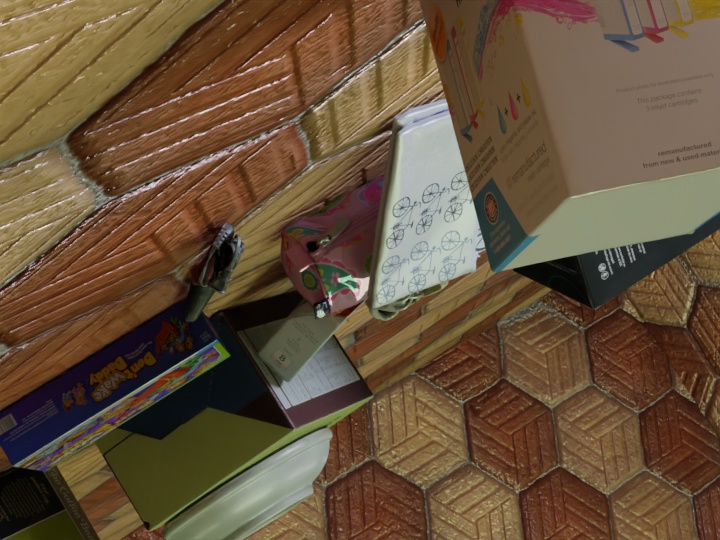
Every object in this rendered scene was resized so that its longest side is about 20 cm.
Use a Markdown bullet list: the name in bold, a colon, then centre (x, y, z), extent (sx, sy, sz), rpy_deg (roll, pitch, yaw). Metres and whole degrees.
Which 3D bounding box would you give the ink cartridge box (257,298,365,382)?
- **ink cartridge box**: centre (0.000, 0.000, 1.469), extent (0.163, 0.057, 0.200), rpy_deg (-48, 176, -42)

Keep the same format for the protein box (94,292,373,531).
- **protein box**: centre (-0.130, 0.136, 1.605), extent (0.198, 0.135, 0.200), rpy_deg (-36, 171, 22)

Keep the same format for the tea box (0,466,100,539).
- **tea box**: centre (-0.363, 0.325, 1.617), extent (0.134, 0.200, 0.197), rpy_deg (-37, 170, 32)

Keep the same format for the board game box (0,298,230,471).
- **board game box**: centre (-0.214, 0.102, 1.391), extent (0.200, 0.045, 0.134), rpy_deg (-32, 172, -4)

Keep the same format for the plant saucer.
- **plant saucer**: centre (-0.104, 0.231, 1.610), extent (0.200, 0.050, 0.200), rpy_deg (-31, 172, -5)

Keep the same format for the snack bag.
- **snack bag**: centre (0.096, -0.070, 1.266), extent (0.200, 0.021, 0.189), rpy_deg (-21, 139, -29)

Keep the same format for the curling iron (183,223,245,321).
- **curling iron**: centre (-0.121, 0.009, 1.231), extent (0.200, 0.025, 0.050), rpy_deg (137, -25, -70)

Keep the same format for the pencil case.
- **pencil case**: centre (0.027, -0.040, 1.325), extent (0.200, 0.088, 0.087), rpy_deg (-29, 172, -15)

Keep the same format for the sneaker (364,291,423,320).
- **sneaker**: centre (0.042, 0.003, 1.689), extent (0.073, 0.071, 0.200), rpy_deg (-30, 172, -14)

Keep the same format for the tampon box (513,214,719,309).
- **tampon box**: centre (0.249, -0.081, 1.581), extent (0.200, 0.127, 0.150), rpy_deg (-31, -153, -18)

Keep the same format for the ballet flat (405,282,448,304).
- **ballet flat**: centre (0.079, -0.013, 1.762), extent (0.071, 0.071, 0.200), rpy_deg (-28, 171, -28)

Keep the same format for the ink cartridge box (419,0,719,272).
- **ink cartridge box**: centre (0.113, -0.120, 0.808), extent (0.125, 0.201, 0.129), rpy_deg (-12, 167, -15)
